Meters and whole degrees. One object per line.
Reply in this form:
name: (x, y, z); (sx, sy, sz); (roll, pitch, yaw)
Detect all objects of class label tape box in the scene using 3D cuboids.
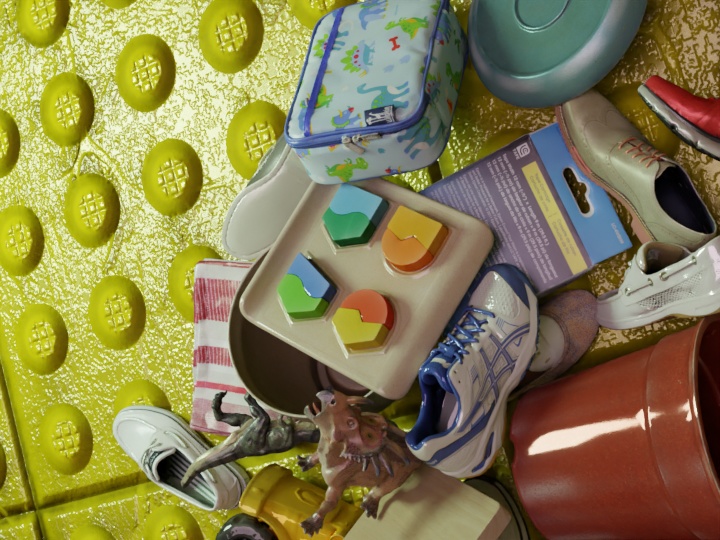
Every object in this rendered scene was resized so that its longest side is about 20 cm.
label tape box: (0.145, -0.038, 1.154); (0.199, 0.066, 0.144); (-27, 80, 10)

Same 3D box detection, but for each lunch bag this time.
lunch bag: (0.014, -0.181, 1.157); (0.160, 0.083, 0.201); (-6, 50, 27)

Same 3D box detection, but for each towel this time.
towel: (-0.129, 0.090, 1.336); (0.143, 0.023, 0.202); (4, 94, 27)

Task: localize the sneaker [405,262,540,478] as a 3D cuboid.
sneaker: (0.100, 0.083, 1.064); (0.075, 0.088, 0.202); (2, 73, 48)

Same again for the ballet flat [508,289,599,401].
ballet flat: (0.152, 0.093, 1.160); (0.200, 0.067, 0.068); (-45, 73, 22)

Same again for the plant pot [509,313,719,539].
plant pot: (0.250, 0.157, 1.050); (0.194, 0.200, 0.202); (-18, 84, 35)

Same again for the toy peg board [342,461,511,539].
toy peg board: (0.058, 0.300, 1.114); (0.098, 0.200, 0.200); (42, 80, -20)

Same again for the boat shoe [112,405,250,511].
boat shoe: (-0.218, 0.213, 1.364); (0.199, 0.067, 0.074); (22, 102, 26)

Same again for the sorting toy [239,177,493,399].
sorting toy: (0.000, 0.000, 1.116); (0.199, 0.036, 0.186); (27, 80, 30)

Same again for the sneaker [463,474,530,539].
sneaker: (0.117, 0.308, 1.162); (0.075, 0.115, 0.202); (-8, 88, 28)

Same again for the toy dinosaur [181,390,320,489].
toy dinosaur: (-0.121, 0.168, 1.289); (0.199, 0.047, 0.089); (-20, 90, 11)

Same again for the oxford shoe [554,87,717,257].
oxford shoe: (0.256, -0.098, 1.079); (0.071, 0.074, 0.200); (-35, 81, -21)

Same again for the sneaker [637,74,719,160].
sneaker: (0.344, -0.132, 1.050); (0.199, 0.077, 0.085); (29, 100, 13)

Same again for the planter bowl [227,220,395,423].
planter bowl: (-0.017, 0.067, 1.194); (0.199, 0.135, 0.202); (-9, 66, 19)

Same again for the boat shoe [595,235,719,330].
boat shoe: (0.269, 0.005, 1.047); (0.070, 0.071, 0.200); (63, 154, -2)

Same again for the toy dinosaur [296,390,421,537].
toy dinosaur: (0.013, 0.172, 1.106); (0.135, 0.199, 0.086); (-42, 63, 26)

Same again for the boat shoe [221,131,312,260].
boat shoe: (-0.080, -0.097, 1.280); (0.072, 0.060, 0.202); (34, 112, -11)

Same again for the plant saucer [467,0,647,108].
plant saucer: (0.176, -0.253, 1.114); (0.199, 0.027, 0.202); (-15, 67, 39)

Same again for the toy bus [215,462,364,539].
toy bus: (-0.057, 0.332, 1.262); (0.191, 0.136, 0.202); (17, 102, 10)
